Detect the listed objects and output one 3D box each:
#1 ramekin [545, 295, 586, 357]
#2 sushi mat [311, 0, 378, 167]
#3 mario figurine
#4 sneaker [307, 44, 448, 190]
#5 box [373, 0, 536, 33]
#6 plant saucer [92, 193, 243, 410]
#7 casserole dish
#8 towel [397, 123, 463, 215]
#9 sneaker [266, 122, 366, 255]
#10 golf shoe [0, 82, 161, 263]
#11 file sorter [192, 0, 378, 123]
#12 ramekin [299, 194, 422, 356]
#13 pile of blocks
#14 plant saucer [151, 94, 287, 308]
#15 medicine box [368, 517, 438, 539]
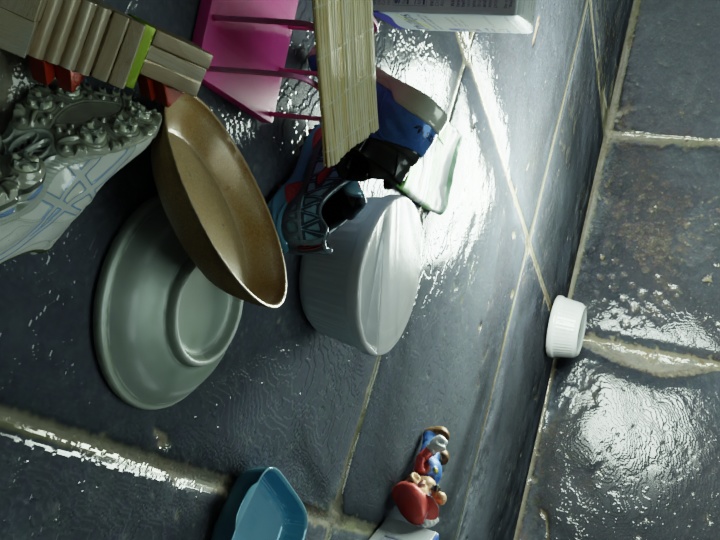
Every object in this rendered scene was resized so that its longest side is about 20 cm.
[{"bbox_3d":[0.667,0.187,2.558,0.202,0.093,0.205,-36,131,-57],"label":"ramekin"},{"bbox_3d":[-0.011,-0.196,0.686,0.096,0.012,0.202,-49,145,-46],"label":"sushi mat"},{"bbox_3d":[0.132,0.375,1.419,0.124,0.105,0.200,52,33,-13],"label":"mario figurine"},{"bbox_3d":[-0.010,-0.160,0.837,0.112,0.199,0.077,-54,149,2],"label":"sneaker"},{"bbox_3d":[0.122,-0.401,0.985,0.105,0.197,0.187,-10,108,-66],"label":"box"},{"bbox_3d":[-0.154,0.030,0.715,0.200,0.050,0.203,-37,132,-57],"label":"plant saucer"},{"bbox_3d":[-0.117,0.304,0.918,0.122,0.038,0.201,-64,151,-32],"label":"casserole dish"},{"bbox_3d":[0.114,-0.178,1.265,0.200,0.030,0.152,18,82,-66],"label":"towel"},{"bbox_3d":[-0.030,-0.090,0.891,0.080,0.094,0.202,73,36,-51],"label":"sneaker"},{"bbox_3d":[-0.215,-0.063,0.543,0.200,0.078,0.098,-46,164,-52],"label":"golf shoe"},{"bbox_3d":[-0.054,-0.252,0.739,0.139,0.124,0.203,20,80,-66],"label":"file sorter"},{"bbox_3d":[0.000,0.000,0.996,0.202,0.093,0.206,10,90,-67],"label":"ramekin"},{"bbox_3d":[-0.191,-0.155,0.547,0.199,0.082,0.063,7,111,-58],"label":"pile of blocks"},{"bbox_3d":[-0.124,-0.055,0.675,0.200,0.035,0.203,-24,91,-80],"label":"plant saucer"},{"bbox_3d":[0.046,0.547,1.301,0.182,0.102,0.203,-27,122,-61],"label":"medicine box"}]
